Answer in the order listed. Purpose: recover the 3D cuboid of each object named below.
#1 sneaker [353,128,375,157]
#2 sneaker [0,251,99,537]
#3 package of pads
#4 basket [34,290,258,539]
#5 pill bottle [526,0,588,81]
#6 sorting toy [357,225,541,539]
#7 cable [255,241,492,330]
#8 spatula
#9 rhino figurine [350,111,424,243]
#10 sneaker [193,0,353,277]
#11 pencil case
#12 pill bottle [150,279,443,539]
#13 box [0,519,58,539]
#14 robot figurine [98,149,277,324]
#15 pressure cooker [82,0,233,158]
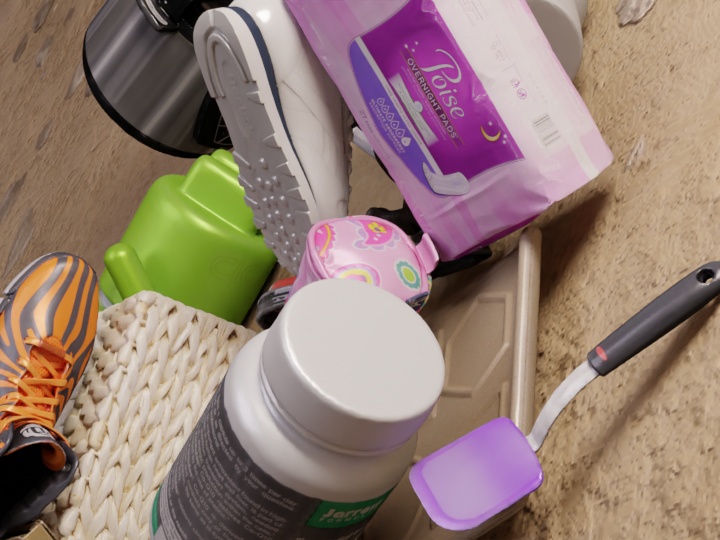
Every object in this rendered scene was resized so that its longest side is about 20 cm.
[{"bbox_3d":[0.027,-0.139,1.372,0.112,0.077,0.200,-57,33,5],"label":"sneaker"},{"bbox_3d":[-0.205,0.086,1.227,0.112,0.077,0.200,6,74,61],"label":"sneaker"},{"bbox_3d":[0.051,-0.116,1.121,0.076,0.200,0.120,-32,2,-39],"label":"package of pads"},{"bbox_3d":[-0.142,0.135,1.336,0.200,0.161,0.199,-21,48,61],"label":"basket"},{"bbox_3d":[0.088,-0.196,1.251,0.113,0.113,0.200,-48,27,32],"label":"pill bottle"},{"bbox_3d":[0.053,0.095,1.125,0.200,0.036,0.185,-46,28,45],"label":"sorting toy"},{"bbox_3d":[0.000,0.000,1.258,0.200,0.097,0.050,-35,57,51],"label":"cable"},{"bbox_3d":[0.111,0.062,0.986,0.200,0.021,0.057,-42,43,11],"label":"spatula"},{"bbox_3d":[0.018,-0.107,1.228,0.060,0.200,0.087,-31,4,-42],"label":"rhino figurine"},{"bbox_3d":[-0.034,-0.082,1.192,0.080,0.200,0.076,-31,30,-31],"label":"sneaker"},{"bbox_3d":[-0.021,0.053,1.182,0.088,0.087,0.200,-88,19,-45],"label":"pencil case"},{"bbox_3d":[-0.037,0.103,1.082,0.113,0.113,0.200,-87,20,-43],"label":"pill bottle"},{"bbox_3d":[-0.182,0.252,1.264,0.021,0.200,0.163,-42,10,-29],"label":"box"},{"bbox_3d":[-0.140,0.005,1.524,0.200,0.116,0.175,-59,-4,15],"label":"robot figurine"},{"bbox_3d":[-0.129,-0.215,1.658,0.200,0.178,0.176,-45,26,39],"label":"pressure cooker"}]
